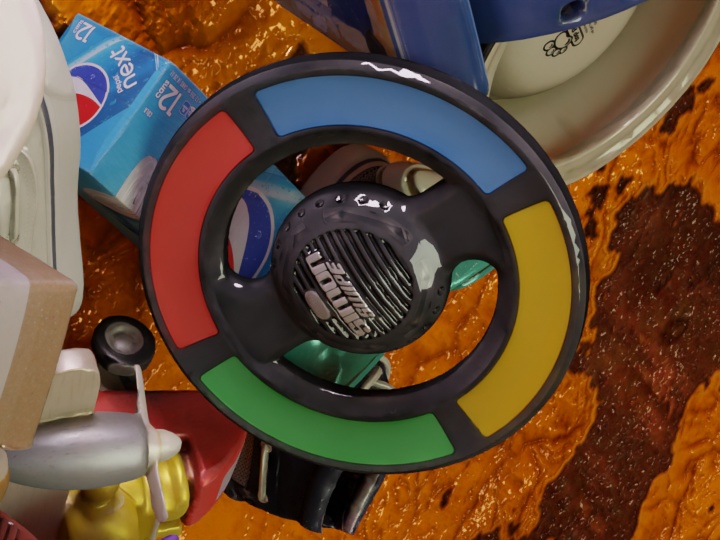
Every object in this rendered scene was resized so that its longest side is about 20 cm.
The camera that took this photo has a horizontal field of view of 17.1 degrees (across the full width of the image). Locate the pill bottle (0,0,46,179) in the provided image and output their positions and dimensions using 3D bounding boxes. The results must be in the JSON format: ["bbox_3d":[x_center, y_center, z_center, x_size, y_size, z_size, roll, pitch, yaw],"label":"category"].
[{"bbox_3d":[-0.196,-0.080,0.838,0.111,0.200,0.111,-6,102,-29],"label":"pill bottle"}]

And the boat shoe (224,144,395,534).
[{"bbox_3d":[-0.007,0.041,1.239,0.075,0.093,0.200,6,108,-51],"label":"boat shoe"}]

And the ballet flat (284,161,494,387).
[{"bbox_3d":[0.017,-0.010,1.148,0.200,0.067,0.070,-41,125,-31],"label":"ballet flat"}]

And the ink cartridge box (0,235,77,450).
[{"bbox_3d":[-0.233,0.003,0.890,0.200,0.165,0.075,2,112,-51],"label":"ink cartridge box"}]

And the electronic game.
[{"bbox_3d":[0.000,0.000,1.040,0.042,0.200,0.200,-64,162,-61],"label":"electronic game"}]

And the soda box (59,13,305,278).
[{"bbox_3d":[-0.079,-0.035,1.125,0.064,0.068,0.200,-56,143,-8],"label":"soda box"}]

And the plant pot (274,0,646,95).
[{"bbox_3d":[0.029,-0.203,1.046,0.180,0.200,0.200,-38,138,-18],"label":"plant pot"}]

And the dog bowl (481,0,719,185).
[{"bbox_3d":[0.108,-0.138,1.242,0.200,0.074,0.200,-32,149,-22],"label":"dog bowl"}]

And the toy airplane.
[{"bbox_3d":[-0.148,0.120,1.083,0.199,0.141,0.200,-42,158,7],"label":"toy airplane"}]

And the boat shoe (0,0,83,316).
[{"bbox_3d":[-0.166,-0.044,1.022,0.066,0.072,0.200,-37,145,-35],"label":"boat shoe"}]

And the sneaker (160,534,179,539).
[{"bbox_3d":[-0.106,0.154,1.018,0.081,0.200,0.083,-116,-155,-88],"label":"sneaker"}]

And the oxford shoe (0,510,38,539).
[{"bbox_3d":[-0.226,0.118,0.986,0.070,0.200,0.075,-75,-178,-63],"label":"oxford shoe"}]

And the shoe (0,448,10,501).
[{"bbox_3d":[-0.232,0.057,0.943,0.200,0.070,0.053,12,114,-19],"label":"shoe"}]
